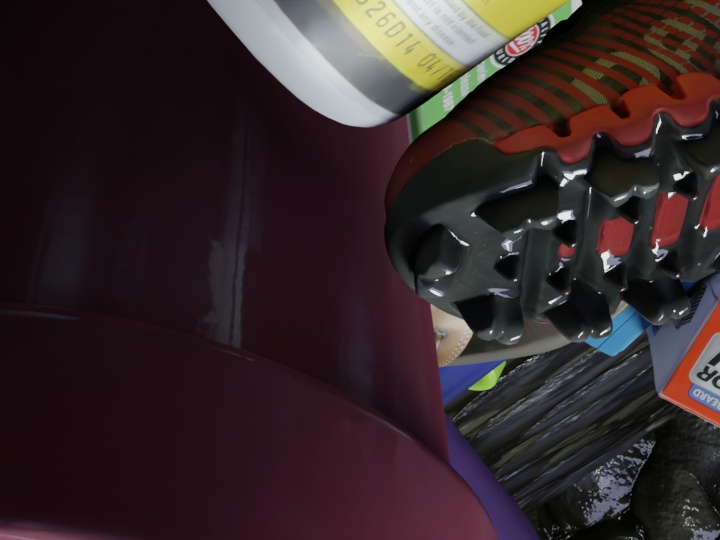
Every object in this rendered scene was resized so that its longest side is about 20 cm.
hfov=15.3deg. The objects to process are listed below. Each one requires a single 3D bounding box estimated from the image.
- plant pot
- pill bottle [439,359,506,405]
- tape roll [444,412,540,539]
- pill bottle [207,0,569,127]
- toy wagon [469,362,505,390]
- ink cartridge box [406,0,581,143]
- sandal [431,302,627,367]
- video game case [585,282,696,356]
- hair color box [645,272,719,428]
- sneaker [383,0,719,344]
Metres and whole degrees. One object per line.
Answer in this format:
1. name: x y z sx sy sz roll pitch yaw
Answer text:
1. plant pot: -0.062 0.024 0.637 0.199 0.180 0.200 5 149 3
2. pill bottle: 0.015 -0.017 0.911 0.200 0.120 0.120 -38 167 29
3. tape roll: -0.047 0.111 0.768 0.199 0.200 0.085 -33 134 5
4. pill bottle: 0.048 -0.127 0.550 0.200 0.112 0.112 -34 169 14
5. toy wagon: 0.082 -0.047 1.012 0.156 0.039 0.200 -62 -177 -29
6. ink cartridge box: 0.082 -0.107 0.737 0.199 0.084 0.145 -30 157 -9
7. sandal: 0.000 0.000 0.821 0.199 0.082 0.055 -8 -161 16
8. video game case: 0.143 -0.079 0.969 0.143 0.018 0.201 -49 -165 57
9. hair color box: 0.175 -0.044 0.942 0.201 0.064 0.111 -59 -171 18
10. sneaker: 0.080 -0.053 0.618 0.200 0.098 0.071 -24 152 -23
